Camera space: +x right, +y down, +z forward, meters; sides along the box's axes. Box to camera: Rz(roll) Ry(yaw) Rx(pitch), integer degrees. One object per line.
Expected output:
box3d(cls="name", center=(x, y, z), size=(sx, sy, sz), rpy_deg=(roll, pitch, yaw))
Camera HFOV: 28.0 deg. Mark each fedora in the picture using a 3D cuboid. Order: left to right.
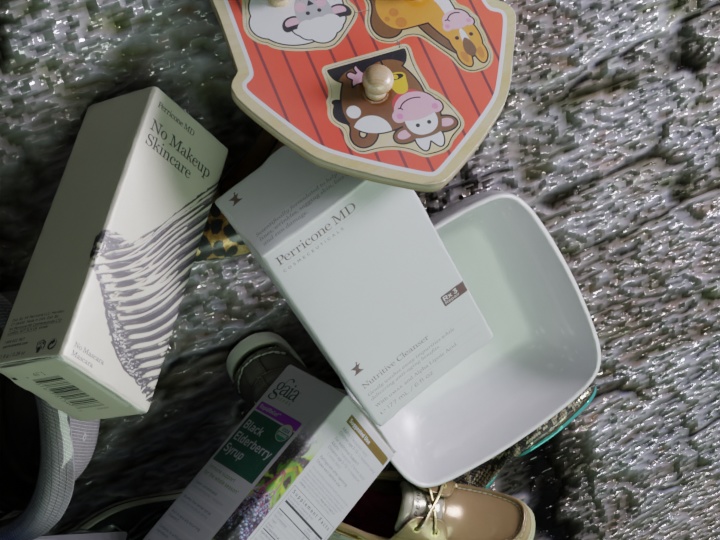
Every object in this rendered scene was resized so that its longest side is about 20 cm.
box3d(cls="fedora", center=(-0.243, 0.084, 0.992), size=(0.090, 0.175, 0.202), rpy_deg=(-24, 105, -56))

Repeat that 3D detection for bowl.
box3d(cls="bowl", center=(0.074, 0.047, 1.145), size=(0.199, 0.075, 0.201), rpy_deg=(-32, 113, -4))

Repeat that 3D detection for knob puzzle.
box3d(cls="knob puzzle", center=(0.012, -0.142, 0.916), size=(0.218, 0.221, 0.031), rpy_deg=(-18, 159, -15))

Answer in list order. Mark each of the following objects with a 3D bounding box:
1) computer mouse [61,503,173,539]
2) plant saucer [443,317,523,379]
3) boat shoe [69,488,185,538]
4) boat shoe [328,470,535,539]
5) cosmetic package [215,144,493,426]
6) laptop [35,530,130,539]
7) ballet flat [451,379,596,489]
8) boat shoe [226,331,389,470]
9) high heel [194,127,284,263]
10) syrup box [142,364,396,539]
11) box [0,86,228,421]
box3d(cls="computer mouse", center=(-0.168, 0.277, 1.151), size=(0.137, 0.053, 0.201), rpy_deg=(-19, 132, 1))
box3d(cls="plant saucer", center=(0.117, 0.098, 1.258), size=(0.198, 0.036, 0.202), rpy_deg=(-14, 129, -19))
box3d(cls="boat shoe", center=(-0.161, 0.225, 1.183), size=(0.198, 0.062, 0.075), rpy_deg=(-14, 131, -18))
box3d(cls="boat shoe", center=(0.042, 0.201, 1.175), size=(0.198, 0.075, 0.067), rpy_deg=(-1, 151, 11))
box3d(cls="cosmetic package", center=(0.000, 0.000, 0.991), size=(0.113, 0.081, 0.200), rpy_deg=(-38, 135, -3))
box3d(cls="laptop", center=(-0.275, 0.196, 0.988), size=(0.185, 0.200, 0.117), rpy_deg=(-4, 113, 5))
box3d(cls="ballet flat", center=(0.108, 0.140, 1.225), size=(0.200, 0.068, 0.075), rpy_deg=(-44, 107, 9))
box3d(cls="boat shoe", center=(-0.034, 0.126, 1.178), size=(0.072, 0.060, 0.202), rpy_deg=(-41, 133, 5))
box3d(cls="high heel", center=(-0.065, -0.097, 0.985), size=(0.199, 0.071, 0.143), rpy_deg=(-34, 138, -20))
box3d(cls="syrup box", center=(-0.074, 0.175, 1.062), size=(0.200, 0.078, 0.082), rpy_deg=(-51, 129, -15))
box3d(cls="box", center=(-0.156, -0.011, 0.921), size=(0.068, 0.202, 0.082), rpy_deg=(-10, 145, 38))
